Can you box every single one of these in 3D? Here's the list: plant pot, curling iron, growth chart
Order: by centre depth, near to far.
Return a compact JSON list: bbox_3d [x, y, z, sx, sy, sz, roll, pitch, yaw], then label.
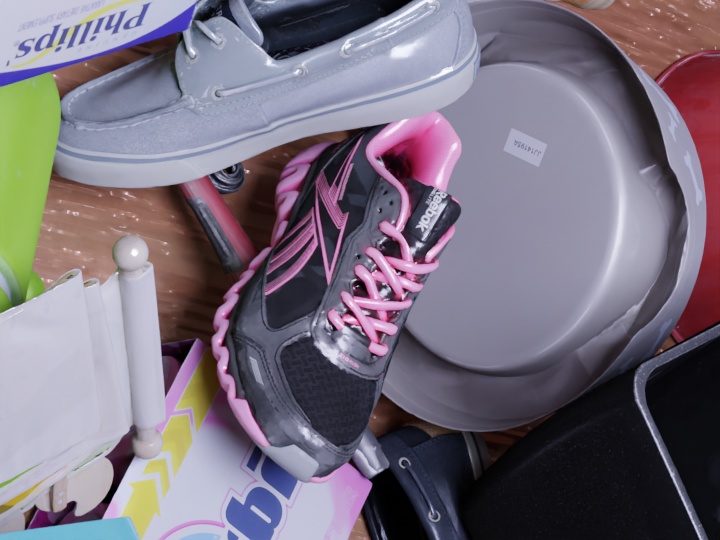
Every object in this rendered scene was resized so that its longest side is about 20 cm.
[{"bbox_3d":[-0.150,0.065,0.756,0.199,0.145,0.018,-25,52,-33],"label":"growth chart"},{"bbox_3d":[0.164,0.123,0.924,0.199,0.177,0.201,-23,90,-39],"label":"plant pot"},{"bbox_3d":[-0.038,0.004,0.937,0.049,0.026,0.201,-20,74,-33],"label":"curling iron"}]

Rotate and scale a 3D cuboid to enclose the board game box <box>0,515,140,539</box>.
[{"bbox_3d":[-0.175,0.174,0.732,0.198,0.047,0.152,-6,121,-20],"label":"board game box"}]

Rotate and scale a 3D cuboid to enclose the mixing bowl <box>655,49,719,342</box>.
[{"bbox_3d":[0.255,-0.039,1.166,0.199,0.108,0.202,9,76,-36],"label":"mixing bowl"}]

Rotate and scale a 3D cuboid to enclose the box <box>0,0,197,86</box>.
[{"bbox_3d":[-0.175,-0.158,0.709,0.183,0.105,0.200,-23,58,-37],"label":"box"}]

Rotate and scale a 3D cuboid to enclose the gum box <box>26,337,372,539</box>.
[{"bbox_3d":[-0.089,0.145,0.878,0.113,0.066,0.201,41,58,-26],"label":"gum box"}]

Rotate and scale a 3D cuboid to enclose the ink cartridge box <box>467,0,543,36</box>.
[{"bbox_3d":[0.006,-0.206,1.017,0.199,0.084,0.147,29,63,-30],"label":"ink cartridge box"}]

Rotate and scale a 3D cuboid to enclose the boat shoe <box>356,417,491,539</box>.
[{"bbox_3d":[0.040,0.168,0.976,0.062,0.074,0.202,-6,81,-32],"label":"boat shoe"}]

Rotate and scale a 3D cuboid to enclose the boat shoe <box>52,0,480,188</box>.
[{"bbox_3d":[-0.048,-0.095,0.903,0.070,0.199,0.072,-106,-178,-50],"label":"boat shoe"}]

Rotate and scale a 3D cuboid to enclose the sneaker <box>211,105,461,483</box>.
[{"bbox_3d":[0.000,0.000,0.887,0.079,0.095,0.201,40,40,-26],"label":"sneaker"}]

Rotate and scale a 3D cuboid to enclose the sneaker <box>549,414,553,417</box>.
[{"bbox_3d":[0.137,0.116,1.058,0.199,0.077,0.141,-20,94,-40],"label":"sneaker"}]

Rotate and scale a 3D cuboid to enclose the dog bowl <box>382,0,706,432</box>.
[{"bbox_3d":[0.074,-0.024,0.969,0.058,0.199,0.202,8,75,-52],"label":"dog bowl"}]

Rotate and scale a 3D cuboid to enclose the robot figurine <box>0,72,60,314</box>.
[{"bbox_3d":[-0.181,-0.026,0.797,0.115,0.176,0.201,4,56,2],"label":"robot figurine"}]

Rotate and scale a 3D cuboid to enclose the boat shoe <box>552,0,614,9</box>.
[{"bbox_3d":[0.110,-0.223,1.010,0.068,0.074,0.201,26,70,-39],"label":"boat shoe"}]
